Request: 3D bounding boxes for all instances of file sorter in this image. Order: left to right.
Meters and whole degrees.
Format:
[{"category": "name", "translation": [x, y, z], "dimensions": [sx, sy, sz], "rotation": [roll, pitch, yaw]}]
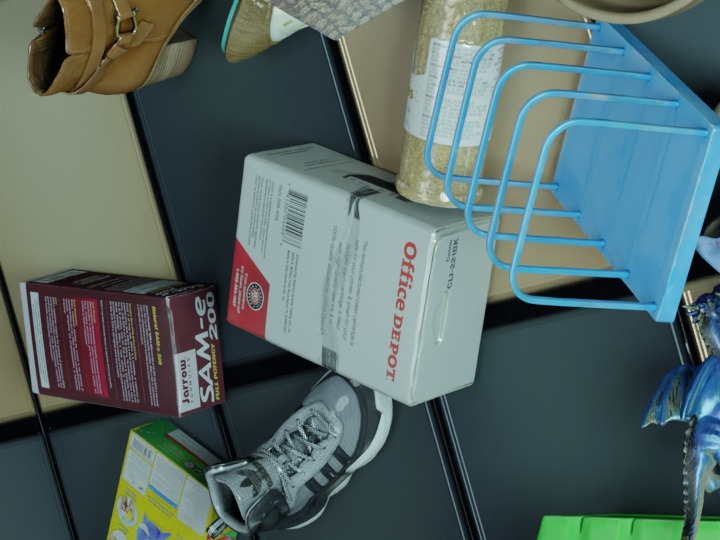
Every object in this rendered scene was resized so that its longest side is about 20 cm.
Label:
[{"category": "file sorter", "translation": [0.135, -0.075, 1.363], "dimensions": [0.200, 0.123, 0.139], "rotation": [-121, 38, -58]}]

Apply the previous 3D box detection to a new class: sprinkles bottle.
[{"category": "sprinkles bottle", "translation": [0.070, -0.148, 1.497], "dimensions": [0.068, 0.068, 0.200], "rotation": [23, 116, 36]}]

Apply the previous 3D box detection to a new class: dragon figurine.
[{"category": "dragon figurine", "translation": [0.229, 0.094, 1.369], "dimensions": [0.099, 0.200, 0.059], "rotation": [44, 155, -10]}]

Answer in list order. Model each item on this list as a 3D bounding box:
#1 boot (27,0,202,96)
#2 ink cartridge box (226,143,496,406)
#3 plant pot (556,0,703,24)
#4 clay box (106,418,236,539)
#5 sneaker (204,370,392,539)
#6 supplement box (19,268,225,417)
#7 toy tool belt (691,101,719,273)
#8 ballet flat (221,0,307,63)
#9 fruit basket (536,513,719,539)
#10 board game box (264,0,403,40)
[{"category": "boot", "translation": [-0.194, -0.234, 1.655], "dimensions": [0.077, 0.155, 0.200], "rotation": [38, 124, 29]}, {"category": "ink cartridge box", "translation": [0.000, 0.000, 1.590], "dimensions": [0.200, 0.084, 0.144], "rotation": [24, 115, 37]}, {"category": "plant pot", "translation": [0.192, -0.265, 1.339], "dimensions": [0.201, 0.093, 0.201], "rotation": [12, 108, 40]}, {"category": "clay box", "translation": [-0.172, 0.247, 1.837], "dimensions": [0.115, 0.048, 0.200], "rotation": [33, 123, 31]}, {"category": "sneaker", "translation": [-0.055, 0.152, 1.659], "dimensions": [0.075, 0.114, 0.200], "rotation": [49, 129, 21]}, {"category": "supplement box", "translation": [-0.212, 0.062, 1.816], "dimensions": [0.200, 0.061, 0.109], "rotation": [6, 106, 42]}, {"category": "toy tool belt", "translation": [0.270, -0.007, 1.315], "dimensions": [0.200, 0.125, 0.123], "rotation": [48, 119, 21]}, {"category": "ballet flat", "translation": [-0.049, -0.238, 1.596], "dimensions": [0.072, 0.068, 0.200], "rotation": [28, 116, 13]}, {"category": "fruit basket", "translation": [0.208, 0.270, 1.420], "dimensions": [0.216, 0.155, 0.216], "rotation": [-5, 83, 43]}, {"category": "board game box", "translation": [-0.004, -0.294, 1.441], "dimensions": [0.159, 0.097, 0.200], "rotation": [-27, 62, 26]}]
